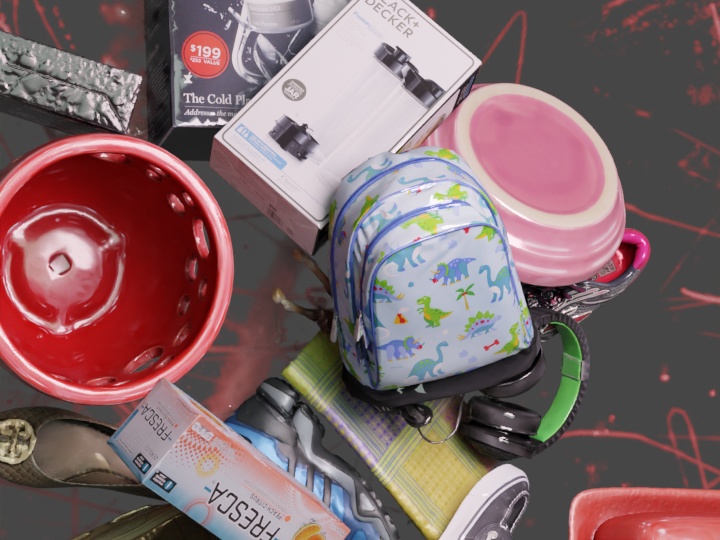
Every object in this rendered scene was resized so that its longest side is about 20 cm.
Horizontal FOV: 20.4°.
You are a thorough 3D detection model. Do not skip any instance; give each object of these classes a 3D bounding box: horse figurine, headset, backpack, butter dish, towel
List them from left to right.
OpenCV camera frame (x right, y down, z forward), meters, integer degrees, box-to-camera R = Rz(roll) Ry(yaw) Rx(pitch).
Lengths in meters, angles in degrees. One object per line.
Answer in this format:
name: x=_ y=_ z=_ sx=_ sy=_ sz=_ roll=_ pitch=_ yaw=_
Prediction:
horse figurine: x=0.000 y=0.000 z=1.662 sx=0.132 sy=0.050 sz=0.201 roll=27 pitch=41 yaw=-14
towel: x=0.032 y=0.123 z=1.652 sx=0.200 sy=0.023 sz=0.144 roll=49 pitch=39 yaw=-4
backpack: x=0.050 y=0.003 z=1.519 sx=0.162 sy=0.154 sz=0.201 roll=-12 pitch=112 yaw=-4
headset: x=0.107 y=0.097 z=1.656 sx=0.199 sy=0.094 sz=0.124 roll=-16 pitch=114 yaw=-43
butter dish: x=0.287 y=0.277 z=1.664 sx=0.199 sy=0.148 sz=0.201 roll=4 pitch=78 yaw=-17

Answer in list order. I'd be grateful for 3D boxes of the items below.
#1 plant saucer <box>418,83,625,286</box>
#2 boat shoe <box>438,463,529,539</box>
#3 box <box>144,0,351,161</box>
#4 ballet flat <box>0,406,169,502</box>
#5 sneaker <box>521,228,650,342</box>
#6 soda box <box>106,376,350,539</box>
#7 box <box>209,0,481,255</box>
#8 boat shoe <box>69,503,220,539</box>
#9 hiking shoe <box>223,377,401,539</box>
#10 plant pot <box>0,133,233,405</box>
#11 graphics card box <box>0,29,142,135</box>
plant saucer: x=0.136 y=-0.081 z=1.647 sx=0.199 sy=0.051 sz=0.201 roll=15 pitch=49 yaw=-18
boat shoe: x=0.095 y=0.234 z=1.584 sx=0.068 sy=0.072 sz=0.200 roll=22 pitch=42 yaw=23
box: x=-0.076 y=-0.191 z=1.673 sx=0.199 sy=0.104 sz=0.183 roll=0 pitch=77 yaw=-18
ballet flat: x=-0.206 y=0.149 z=1.587 sx=0.199 sy=0.046 sz=0.068 roll=15 pitch=74 yaw=-14
sneaker: x=0.161 y=0.016 z=1.720 sx=0.199 sy=0.075 sz=0.081 roll=-32 pitch=89 yaw=-21
soda box: x=-0.097 y=0.164 z=1.505 sx=0.068 sy=0.064 sz=0.200 roll=-49 pitch=131 yaw=-3
box: x=-0.012 y=-0.125 z=1.580 sx=0.117 sy=0.060 sz=0.200 roll=42 pitch=70 yaw=9
boat shoe: x=-0.167 y=0.212 z=1.569 sx=0.199 sy=0.065 sz=0.072 roll=-19 pitch=121 yaw=-19
hiking shoe: x=-0.040 y=0.186 z=1.628 sx=0.087 sy=0.074 sz=0.200 roll=-38 pitch=86 yaw=-6
plant pot: x=-0.215 y=0.000 z=1.534 sx=0.199 sy=0.182 sz=0.202 roll=0 pitch=89 yaw=-20
graphics card box: x=-0.245 y=-0.142 z=1.557 sx=0.125 sy=0.200 sz=0.051 roll=18 pitch=87 yaw=-14
